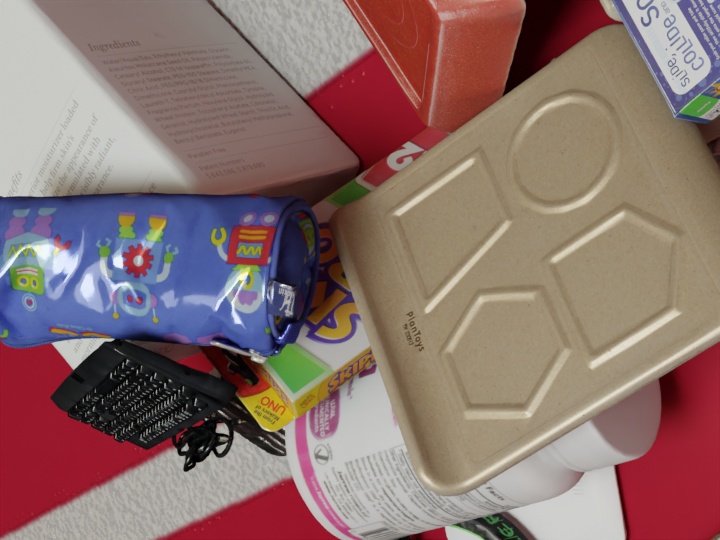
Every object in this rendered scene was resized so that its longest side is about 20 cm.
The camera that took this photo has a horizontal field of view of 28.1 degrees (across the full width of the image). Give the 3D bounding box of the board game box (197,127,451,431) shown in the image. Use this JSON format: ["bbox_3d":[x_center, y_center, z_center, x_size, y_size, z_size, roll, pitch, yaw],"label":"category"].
[{"bbox_3d":[0.000,0.000,0.822,0.096,0.199,0.030,47,165,27],"label":"board game box"}]

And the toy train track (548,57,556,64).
[{"bbox_3d":[0.162,-0.094,0.767,0.200,0.032,0.115,-50,62,34],"label":"toy train track"}]

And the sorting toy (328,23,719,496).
[{"bbox_3d":[0.093,-0.006,0.736,0.199,0.036,0.187,-32,56,17],"label":"sorting toy"}]

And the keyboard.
[{"bbox_3d":[-0.120,0.088,0.819,0.200,0.103,0.040,146,143,-67],"label":"keyboard"}]

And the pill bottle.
[{"bbox_3d":[0.062,0.082,0.820,0.199,0.113,0.115,-22,87,37],"label":"pill bottle"}]

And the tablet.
[{"bbox_3d":[0.088,0.074,0.879,0.129,0.014,0.203,-7,96,37],"label":"tablet"}]

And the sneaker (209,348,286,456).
[{"bbox_3d":[-0.040,0.041,0.933,0.075,0.116,0.200,34,155,6],"label":"sneaker"}]

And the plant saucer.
[{"bbox_3d":[0.012,-0.175,0.781,0.036,0.200,0.201,-32,78,-7],"label":"plant saucer"}]

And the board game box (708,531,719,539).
[{"bbox_3d":[0.223,0.223,0.792,0.152,0.046,0.200,53,125,14],"label":"board game box"}]

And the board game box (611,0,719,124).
[{"bbox_3d":[0.168,-0.194,0.713,0.135,0.034,0.202,-41,61,36],"label":"board game box"}]

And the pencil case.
[{"bbox_3d":[-0.118,0.003,0.771,0.197,0.078,0.088,1,82,15],"label":"pencil case"}]

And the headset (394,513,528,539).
[{"bbox_3d":[0.035,0.234,0.903,0.124,0.094,0.201,49,124,17],"label":"headset"}]

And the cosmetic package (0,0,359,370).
[{"bbox_3d":[-0.144,-0.065,0.922,0.200,0.164,0.165,47,123,17],"label":"cosmetic package"}]

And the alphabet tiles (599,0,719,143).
[{"bbox_3d":[0.214,-0.157,0.733,0.195,0.015,0.202,-32,81,37],"label":"alphabet tiles"}]
